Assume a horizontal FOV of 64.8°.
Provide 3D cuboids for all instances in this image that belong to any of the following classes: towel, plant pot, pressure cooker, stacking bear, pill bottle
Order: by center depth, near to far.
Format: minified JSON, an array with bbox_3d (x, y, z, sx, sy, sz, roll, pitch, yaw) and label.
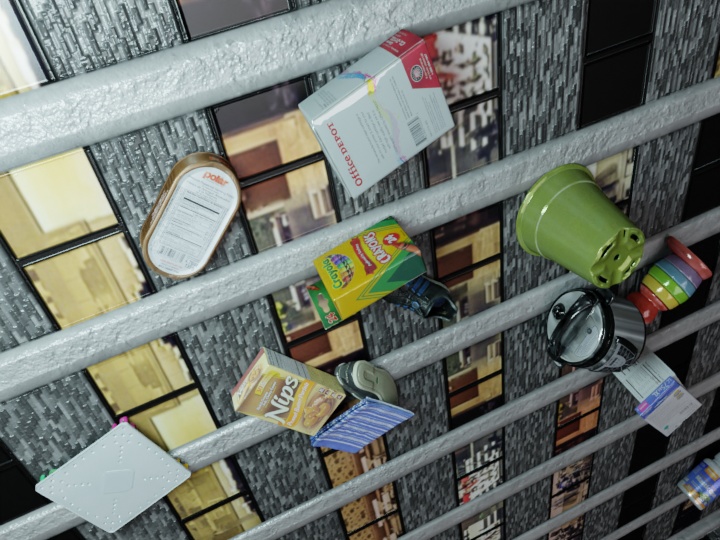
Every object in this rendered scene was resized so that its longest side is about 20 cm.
[{"bbox_3d":[0.431,-0.071,1.085,0.193,0.191,0.206,-12,125,-18],"label":"plant pot"},{"bbox_3d":[0.001,0.335,1.203,0.142,0.024,0.199,24,129,-35],"label":"towel"},{"bbox_3d":[0.511,0.134,1.268,0.194,0.177,0.183,12,77,-30],"label":"pressure cooker"},{"bbox_3d":[0.717,0.043,1.353,0.120,0.115,0.201,30,110,-36],"label":"stacking bear"},{"bbox_3d":[1.277,0.766,2.081,0.200,0.113,0.111,-46,128,8],"label":"pill bottle"}]

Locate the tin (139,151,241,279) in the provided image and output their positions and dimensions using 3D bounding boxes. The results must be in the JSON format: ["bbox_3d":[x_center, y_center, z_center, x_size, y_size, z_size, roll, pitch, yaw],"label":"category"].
[{"bbox_3d":[-0.252,-0.077,0.850,0.110,0.042,0.203,21,110,-39],"label":"tin"}]

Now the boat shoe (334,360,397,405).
[{"bbox_3d":[0.019,0.241,1.179,0.066,0.074,0.200,-12,144,29],"label":"boat shoe"}]

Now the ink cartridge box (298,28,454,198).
[{"bbox_3d":[0.024,-0.233,0.852,0.197,0.083,0.147,-34,129,-1],"label":"ink cartridge box"}]

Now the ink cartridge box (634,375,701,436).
[{"bbox_3d":[0.751,0.331,1.393,0.197,0.042,0.120,30,107,-39],"label":"ink cartridge box"}]

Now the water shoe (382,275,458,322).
[{"bbox_3d":[0.106,0.045,1.073,0.194,0.079,0.073,12,116,-31],"label":"water shoe"}]

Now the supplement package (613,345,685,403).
[{"bbox_3d":[0.761,0.292,1.498,0.111,0.157,0.199,-43,128,11],"label":"supplement package"}]

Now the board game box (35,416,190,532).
[{"bbox_3d":[-0.452,0.383,1.056,0.197,0.026,0.202,-34,128,-1],"label":"board game box"}]

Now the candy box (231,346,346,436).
[{"bbox_3d":[-0.136,0.238,1.095,0.197,0.056,0.117,29,105,-36],"label":"candy box"}]

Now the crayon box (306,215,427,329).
[{"bbox_3d":[0.000,0.000,0.963,0.196,0.128,0.052,-30,129,-5],"label":"crayon box"}]
